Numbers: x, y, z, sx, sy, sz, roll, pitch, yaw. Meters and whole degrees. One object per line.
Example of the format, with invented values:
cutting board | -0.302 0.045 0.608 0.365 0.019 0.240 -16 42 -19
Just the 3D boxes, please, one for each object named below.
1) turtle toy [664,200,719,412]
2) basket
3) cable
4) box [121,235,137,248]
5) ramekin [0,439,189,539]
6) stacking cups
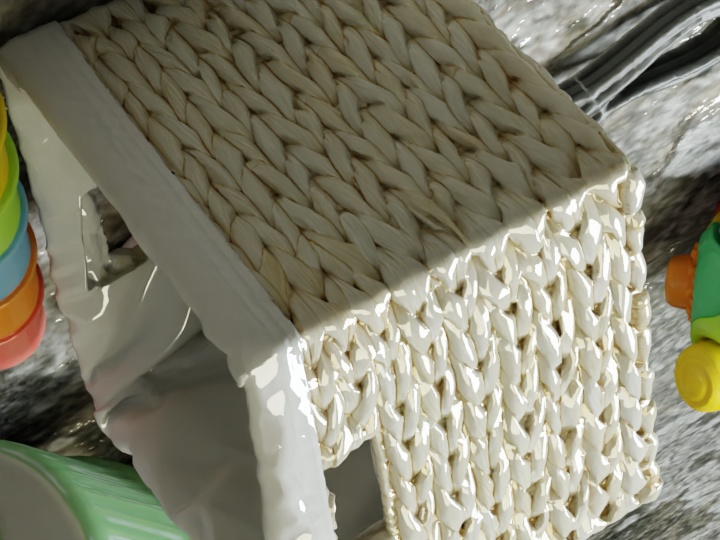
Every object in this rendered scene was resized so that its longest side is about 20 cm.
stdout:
turtle toy | 0.237 -0.015 1.440 0.145 0.101 0.200 -12 152 -38
basket | -0.010 0.007 0.998 0.160 0.200 0.199 -28 138 -17
cable | 0.082 -0.074 1.230 0.200 0.050 0.097 -45 140 4
box | 0.000 0.000 1.187 0.199 0.036 0.144 17 133 -36
ramekin | -0.162 0.171 1.225 0.200 0.201 0.098 -36 150 14
stacking cups | -0.149 -0.009 1.022 0.060 0.061 0.200 -25 158 -11
